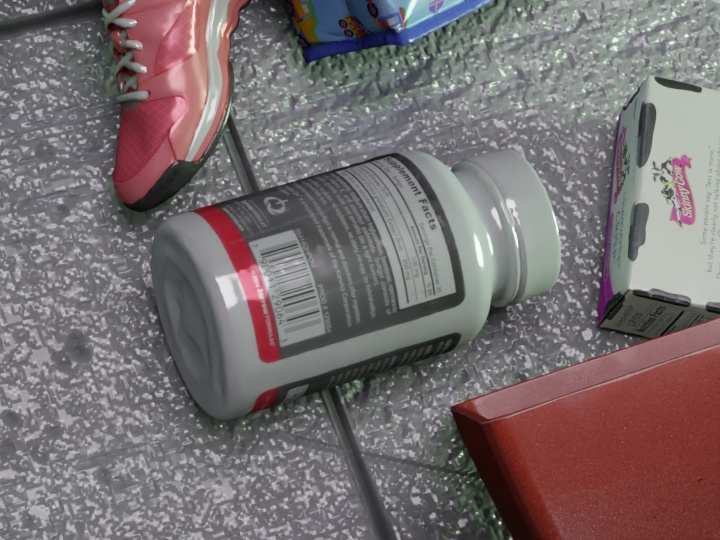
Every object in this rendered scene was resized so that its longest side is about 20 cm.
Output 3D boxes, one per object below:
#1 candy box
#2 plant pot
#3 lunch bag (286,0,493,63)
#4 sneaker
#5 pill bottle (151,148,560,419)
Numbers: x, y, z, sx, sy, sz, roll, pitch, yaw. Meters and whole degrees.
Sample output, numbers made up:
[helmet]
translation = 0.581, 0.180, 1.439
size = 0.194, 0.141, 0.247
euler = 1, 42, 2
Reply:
[candy box]
translation = 0.240, -0.018, 1.605
size = 0.200, 0.061, 0.137
euler = 13, 65, -9
[plant pot]
translation = 0.173, 0.124, 1.443
size = 0.200, 0.200, 0.176
euler = -18, 90, -3
[lunch bag]
translation = 0.043, -0.221, 1.609
size = 0.200, 0.094, 0.151
euler = -26, 104, -37
[sneaker]
translation = -0.111, -0.132, 1.533
size = 0.087, 0.074, 0.200
euler = 20, 79, -27
[pill bottle]
translation = 0.000, 0.000, 1.508
size = 0.200, 0.111, 0.111
euler = -16, 72, -20
